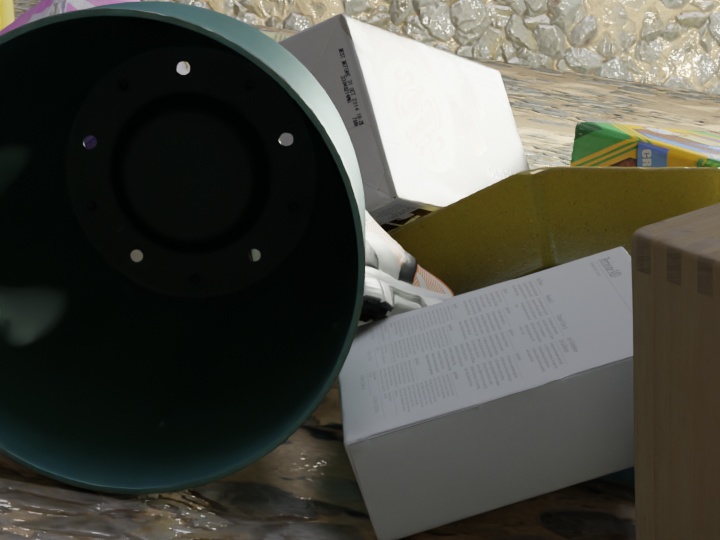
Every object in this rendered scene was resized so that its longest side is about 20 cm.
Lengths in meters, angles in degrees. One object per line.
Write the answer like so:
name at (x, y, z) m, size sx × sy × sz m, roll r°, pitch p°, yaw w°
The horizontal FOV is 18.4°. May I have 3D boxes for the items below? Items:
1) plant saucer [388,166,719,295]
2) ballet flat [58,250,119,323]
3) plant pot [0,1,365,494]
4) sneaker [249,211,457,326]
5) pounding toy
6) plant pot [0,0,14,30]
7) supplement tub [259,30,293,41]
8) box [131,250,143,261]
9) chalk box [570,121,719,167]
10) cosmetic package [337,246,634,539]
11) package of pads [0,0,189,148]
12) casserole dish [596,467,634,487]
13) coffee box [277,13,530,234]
plant saucer at (0.105, -0.007, 1.292) m, size 0.199 × 0.049 × 0.199 m, roll -3°, pitch -15°, yaw -42°
ballet flat at (-0.164, 0.021, 1.057) m, size 0.199 × 0.068 × 0.068 m, roll 3°, pitch 10°, yaw -29°
plant pot at (-0.089, -0.025, 0.967) m, size 0.199 × 0.202 × 0.161 m, roll 9°, pitch 15°, yaw 3°
sneaker at (0.000, 0.000, 1.141) m, size 0.073 × 0.080 × 0.200 m, roll -24°, pitch -18°, yaw 13°
pounding toy at (0.221, 0.074, 0.865) m, size 0.183 × 0.201 × 0.142 m, roll -17°, pitch 23°, yaw -33°
plant pot at (-0.295, -0.126, 1.390) m, size 0.199 × 0.190 × 0.201 m, roll 9°, pitch 12°, yaw -2°
supplement tub at (-0.080, -0.088, 1.472) m, size 0.198 × 0.146 × 0.145 m, roll 9°, pitch 11°, yaw -1°
box at (-0.171, -0.021, 1.234) m, size 0.198 × 0.078 × 0.095 m, roll 10°, pitch 10°, yaw 4°
chalk box at (0.233, -0.013, 1.393) m, size 0.123 × 0.126 × 0.200 m, roll 1°, pitch 12°, yaw -36°
cosmetic package at (0.068, 0.050, 0.993) m, size 0.150 × 0.052 × 0.200 m, roll -19°, pitch 11°, yaw 2°
package of pads at (-0.130, -0.083, 1.302) m, size 0.200 × 0.076 × 0.120 m, roll 35°, pitch -40°, yaw -29°
casserole dish at (0.150, 0.074, 1.113) m, size 0.120 × 0.039 × 0.200 m, roll 10°, pitch 10°, yaw 6°
coffee box at (0.022, -0.070, 1.306) m, size 0.079 × 0.115 × 0.200 m, roll -22°, pitch -16°, yaw 26°
